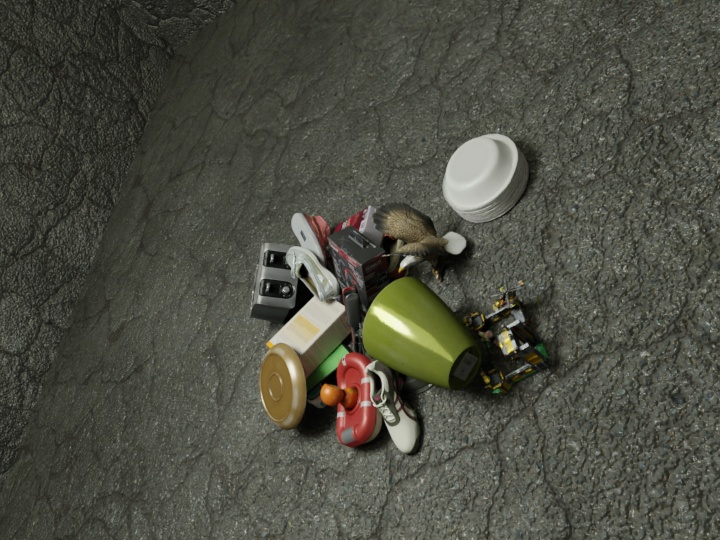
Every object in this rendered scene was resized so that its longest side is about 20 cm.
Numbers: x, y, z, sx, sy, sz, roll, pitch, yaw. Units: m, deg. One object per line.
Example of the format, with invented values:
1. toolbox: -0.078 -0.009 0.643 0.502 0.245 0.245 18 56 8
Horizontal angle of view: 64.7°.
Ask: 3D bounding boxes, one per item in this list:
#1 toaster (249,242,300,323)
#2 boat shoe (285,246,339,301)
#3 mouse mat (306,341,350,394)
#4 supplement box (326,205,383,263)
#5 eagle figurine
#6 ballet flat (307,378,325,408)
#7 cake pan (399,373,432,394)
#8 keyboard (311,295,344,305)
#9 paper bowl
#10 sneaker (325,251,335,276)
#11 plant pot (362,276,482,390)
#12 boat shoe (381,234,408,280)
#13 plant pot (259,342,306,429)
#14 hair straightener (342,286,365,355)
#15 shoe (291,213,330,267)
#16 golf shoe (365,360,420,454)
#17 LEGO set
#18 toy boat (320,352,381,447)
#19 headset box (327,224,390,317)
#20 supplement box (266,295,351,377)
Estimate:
1. toaster: -0.238 0.039 1.595 0.200 0.116 0.185 129 149 -65
2. boat shoe: -0.134 0.008 1.457 0.202 0.064 0.075 42 140 31
3. mouse mat: -0.131 0.234 1.414 0.199 0.008 0.161 -38 38 -11
4. supplement box: -0.012 -0.085 1.498 0.199 0.060 0.111 -23 48 59
5. eagle figurine: 0.127 -0.056 1.272 0.150 0.199 0.153 12 70 44
6. ballet flat: -0.136 0.276 1.430 0.070 0.069 0.200 -51 38 6
7. cake pan: 0.115 0.172 1.267 0.198 0.037 0.204 -25 50 33
8. keyboard: -0.068 0.089 1.526 0.197 0.011 0.057 -11 53 40
9. paper bowl: 0.277 -0.222 1.309 0.198 0.104 0.204 -25 50 33
10. sneaker: -0.130 -0.021 1.594 0.070 0.090 0.201 -44 42 13
11. plant pot: 0.134 0.139 1.108 0.199 0.186 0.189 32 88 45
12. boat shoe: 0.082 -0.068 1.436 0.070 0.062 0.203 -28 47 32
13. plant pot: -0.192 0.274 1.343 0.198 0.027 0.205 -1 89 52
14. hair straightener: -0.013 0.144 1.329 0.077 0.040 0.204 -121 27 -65
15. shoe: -0.114 -0.076 1.555 0.072 0.090 0.202 -54 50 38
16. golf shoe: 0.060 0.286 1.187 0.077 0.087 0.204 -32 67 34
17. LEGO set: 0.264 0.123 1.086 0.152 0.115 0.203 -26 49 30
18. toy boat: -0.030 0.279 1.258 0.130 0.129 0.204 -36 42 44
19. headset box: 0.000 0.000 1.354 0.074 0.203 0.148 -29 41 -22
20. supplement box: -0.121 0.161 1.424 0.200 0.074 0.125 -44 40 -15
